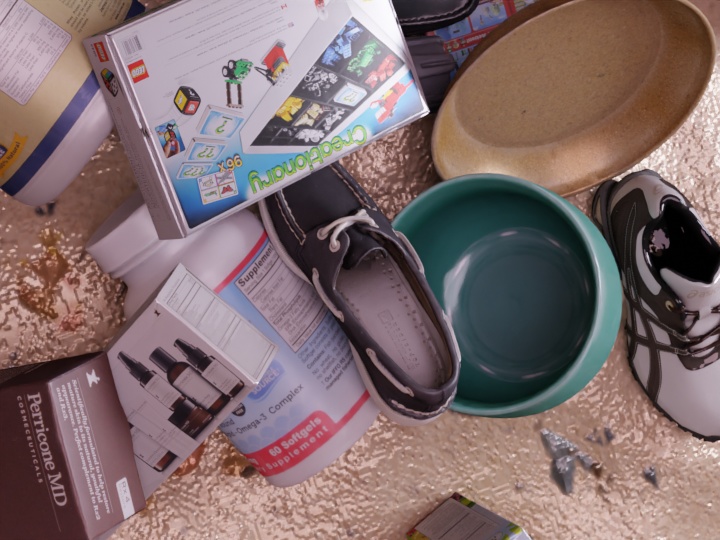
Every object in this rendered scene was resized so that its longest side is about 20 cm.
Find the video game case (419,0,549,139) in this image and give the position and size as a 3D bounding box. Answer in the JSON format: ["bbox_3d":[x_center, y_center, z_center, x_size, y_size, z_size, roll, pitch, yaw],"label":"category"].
[{"bbox_3d":[0.099,-0.203,1.455,0.142,0.017,0.202,-18,98,-12],"label":"video game case"}]

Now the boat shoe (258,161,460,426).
[{"bbox_3d":[0.000,0.000,1.333,0.073,0.060,0.201,-22,78,-17],"label":"boat shoe"}]

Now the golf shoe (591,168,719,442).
[{"bbox_3d":[0.218,0.030,1.464,0.077,0.094,0.201,-28,102,-11],"label":"golf shoe"}]

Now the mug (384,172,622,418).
[{"bbox_3d":[0.082,0.008,1.411,0.185,0.114,0.152,45,99,16],"label":"mug"}]

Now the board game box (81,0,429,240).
[{"bbox_3d":[-0.058,-0.116,1.303,0.199,0.034,0.127,-28,105,-33],"label":"board game box"}]

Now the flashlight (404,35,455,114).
[{"bbox_3d":[-0.037,-0.115,1.385,0.198,0.068,0.068,-10,132,-18],"label":"flashlight"}]

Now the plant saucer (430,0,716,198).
[{"bbox_3d":[0.133,-0.120,1.410,0.198,0.201,0.036,-14,55,-13],"label":"plant saucer"}]

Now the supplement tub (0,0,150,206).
[{"bbox_3d":[-0.233,-0.149,1.311,0.199,0.144,0.145,36,85,-13],"label":"supplement tub"}]

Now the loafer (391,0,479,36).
[{"bbox_3d":[-0.018,-0.184,1.392,0.198,0.070,0.069,3,95,-8],"label":"loafer"}]

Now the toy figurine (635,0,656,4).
[{"bbox_3d":[0.195,-0.262,1.392,0.198,0.150,0.186,11,105,26],"label":"toy figurine"}]

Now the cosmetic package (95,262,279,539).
[{"bbox_3d":[-0.143,0.092,1.340,0.082,0.051,0.200,40,122,-5],"label":"cosmetic package"}]

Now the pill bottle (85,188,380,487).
[{"bbox_3d":[-0.079,0.032,1.381,0.109,0.109,0.200,-43,102,-7],"label":"pill bottle"}]

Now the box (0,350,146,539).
[{"bbox_3d":[-0.237,0.118,1.313,0.198,0.075,0.101,-11,98,26],"label":"box"}]

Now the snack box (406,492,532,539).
[{"bbox_3d":[0.122,0.248,1.430,0.053,0.142,0.201,-38,102,-8],"label":"snack box"}]
